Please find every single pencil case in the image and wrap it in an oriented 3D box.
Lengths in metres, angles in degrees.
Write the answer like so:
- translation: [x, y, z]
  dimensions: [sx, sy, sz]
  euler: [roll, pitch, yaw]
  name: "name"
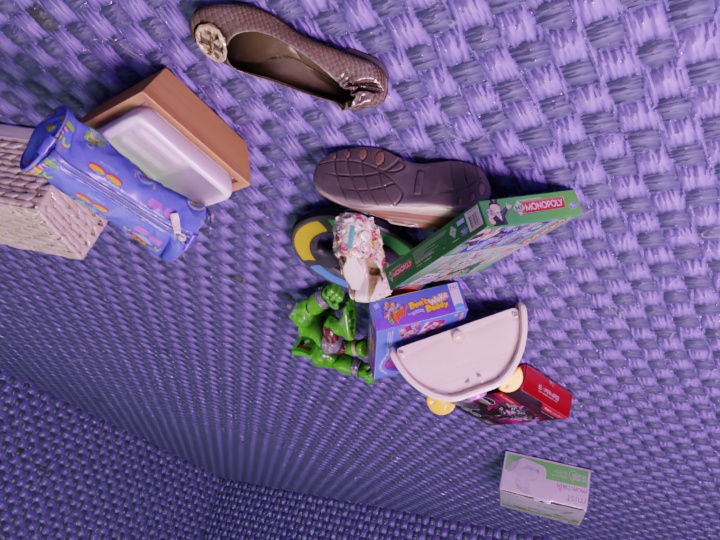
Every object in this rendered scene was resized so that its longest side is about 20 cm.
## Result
- translation: [-0.255, -0.085, 0.709]
  dimensions: [0.199, 0.079, 0.086]
  euler: [38, 177, -34]
  name: "pencil case"

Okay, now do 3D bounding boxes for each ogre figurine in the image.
- translation: [-0.050, 0.104, 1.098]
  dimensions: [0.117, 0.100, 0.201]
  euler: [-1, 149, 27]
  name: "ogre figurine"

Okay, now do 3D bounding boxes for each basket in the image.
- translation: [-0.459, -0.108, 0.927]
  dimensions: [0.195, 0.126, 0.137]
  euler: [10, 152, 16]
  name: "basket"

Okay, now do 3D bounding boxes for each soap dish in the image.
- translation: [-0.237, -0.141, 0.777]
  dimensions: [0.197, 0.083, 0.157]
  euler: [-9, 143, 41]
  name: "soap dish"

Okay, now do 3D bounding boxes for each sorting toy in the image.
- translation: [0.155, 0.133, 0.981]
  dimensions: [0.195, 0.110, 0.180]
  euler: [-20, 172, 6]
  name: "sorting toy"

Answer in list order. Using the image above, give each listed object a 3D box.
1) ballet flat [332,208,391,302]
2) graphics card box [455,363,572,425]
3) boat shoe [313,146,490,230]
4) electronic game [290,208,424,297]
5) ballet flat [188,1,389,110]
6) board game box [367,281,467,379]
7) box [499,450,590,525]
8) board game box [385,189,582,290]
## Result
- translation: [0.000, 0.000, 0.817]
  dimensions: [0.073, 0.065, 0.201]
  euler: [3, 154, 16]
  name: "ballet flat"
- translation: [0.259, 0.225, 1.186]
  dimensions: [0.124, 0.052, 0.198]
  euler: [31, 151, -25]
  name: "graphics card box"
- translation: [0.042, -0.080, 0.729]
  dimensions: [0.195, 0.077, 0.072]
  euler: [13, 155, 14]
  name: "boat shoe"
- translation: [-0.001, -0.019, 0.901]
  dimensions: [0.195, 0.042, 0.201]
  euler: [15, 152, 8]
  name: "electronic game"
- translation: [-0.068, -0.191, 0.617]
  dimensions: [0.195, 0.047, 0.068]
  euler: [19, 153, -2]
  name: "ballet flat"
- translation: [0.079, 0.095, 0.996]
  dimensions: [0.131, 0.046, 0.201]
  euler: [-12, 153, -7]
  name: "board game box"
- translation: [0.430, 0.517, 1.571]
  dimensions: [0.195, 0.099, 0.178]
  euler: [9, 151, 18]
  name: "box"
- translation: [0.128, -0.030, 0.738]
  dimensions: [0.132, 0.030, 0.199]
  euler: [-11, 166, -30]
  name: "board game box"
